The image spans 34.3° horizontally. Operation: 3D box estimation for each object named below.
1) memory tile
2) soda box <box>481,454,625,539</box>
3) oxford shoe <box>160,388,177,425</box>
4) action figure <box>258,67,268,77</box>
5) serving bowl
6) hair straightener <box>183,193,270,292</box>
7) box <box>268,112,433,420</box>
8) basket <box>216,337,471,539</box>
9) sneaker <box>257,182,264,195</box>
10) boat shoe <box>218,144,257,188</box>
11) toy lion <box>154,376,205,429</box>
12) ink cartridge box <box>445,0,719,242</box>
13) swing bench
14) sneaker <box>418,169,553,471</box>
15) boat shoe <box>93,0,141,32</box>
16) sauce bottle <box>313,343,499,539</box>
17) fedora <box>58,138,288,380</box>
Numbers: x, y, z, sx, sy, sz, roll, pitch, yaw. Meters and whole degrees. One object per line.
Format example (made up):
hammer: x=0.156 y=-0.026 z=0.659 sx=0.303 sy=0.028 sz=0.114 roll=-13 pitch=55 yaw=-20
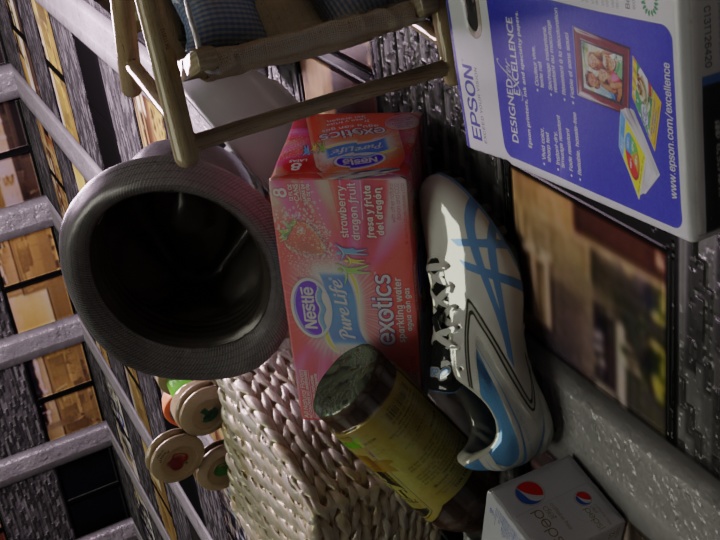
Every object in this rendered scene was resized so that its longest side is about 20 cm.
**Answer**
memory tile: x=-0.084 y=0.110 z=1.012 sx=0.201 sy=0.152 sz=0.017 roll=-59 pitch=43 yaw=11
soda box: x=0.123 y=0.223 z=0.796 sx=0.064 sy=0.067 sz=0.202 roll=51 pitch=151 yaw=42
oxford shoe: x=-0.110 y=0.065 z=1.105 sx=0.071 sy=0.199 sz=0.073 roll=53 pitch=-171 yaw=-44
action figure: x=-0.115 y=-0.204 z=0.966 sx=0.200 sy=0.128 sz=0.070 roll=139 pitch=126 yaw=-83
serving bowl: x=-0.065 y=-0.100 z=0.945 sx=0.200 sy=0.066 sz=0.200 roll=48 pitch=179 yaw=1
hair straightener: x=-0.119 y=-0.015 z=1.028 sx=0.077 sy=0.200 sz=0.041 roll=-29 pitch=103 yaw=36
box: x=0.000 y=0.000 z=0.827 sx=0.103 sy=0.093 sz=0.202 roll=-75 pitch=-17 yaw=-56
basket: x=-0.005 y=0.173 z=0.957 sx=0.200 sy=0.159 sz=0.200 roll=48 pitch=149 yaw=43
sneaker: x=-0.151 y=-0.023 z=1.183 sx=0.078 sy=0.111 sz=0.202 roll=118 pitch=147 yaw=-61
boat shoe: x=-0.136 y=-0.088 z=1.096 sx=0.200 sy=0.060 sz=0.075 roll=-74 pitch=-21 yaw=-71
toy lion: x=-0.072 y=0.081 z=1.048 sx=0.200 sy=0.191 sz=0.069 roll=46 pitch=-175 yaw=-43
ink cartridge box: x=0.106 y=-0.136 z=0.567 sx=0.200 sy=0.047 sz=0.200 roll=38 pitch=143 yaw=59
swing bench: x=-0.052 y=-0.199 z=0.693 sx=0.130 sy=0.197 sz=0.202 roll=46 pitch=149 yaw=48
sneaker: x=0.071 y=0.035 z=0.763 sx=0.072 sy=0.072 sz=0.202 roll=-5 pitch=101 yaw=70
boat shoe: x=-0.141 y=-0.280 z=0.886 sx=0.065 sy=0.202 sz=0.073 roll=33 pitch=171 yaw=-35
sauce bottle: x=0.052 y=0.137 z=0.807 sx=0.200 sy=0.065 sz=0.065 roll=46 pitch=168 yaw=-21
fedora: x=-0.131 y=-0.020 z=0.876 sx=0.091 sy=0.174 sz=0.202 roll=-86 pitch=-10 yaw=-49
